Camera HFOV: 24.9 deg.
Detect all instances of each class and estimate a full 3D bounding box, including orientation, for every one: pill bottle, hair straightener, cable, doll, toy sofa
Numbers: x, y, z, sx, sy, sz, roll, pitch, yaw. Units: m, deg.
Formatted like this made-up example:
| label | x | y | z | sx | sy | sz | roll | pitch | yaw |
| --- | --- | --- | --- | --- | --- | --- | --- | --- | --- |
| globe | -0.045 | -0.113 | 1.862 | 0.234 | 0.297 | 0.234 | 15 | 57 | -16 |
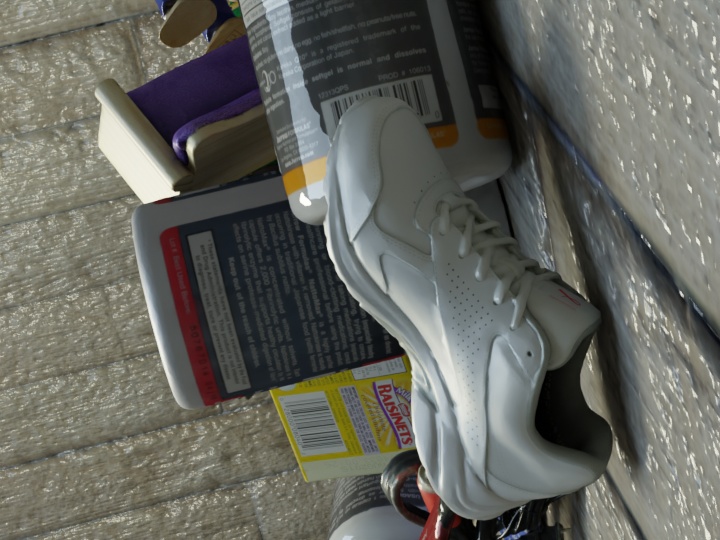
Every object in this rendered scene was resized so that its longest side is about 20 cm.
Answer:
| label | x | y | z | sx | sy | sz | roll | pitch | yaw |
| --- | --- | --- | --- | --- | --- | --- | --- | --- | --- |
| pill bottle | -0.019 | -0.002 | 0.918 | 0.120 | 0.199 | 0.120 | 166 | 90 | -87 |
| pill bottle | 0.034 | 0.185 | 1.187 | 0.200 | 0.113 | 0.113 | -82 | -16 | -54 |
| hair straightener | 0.081 | 0.127 | 0.901 | 0.200 | 0.077 | 0.041 | 102 | 177 | -50 |
| cable | 0.070 | 0.165 | 0.996 | 0.050 | 0.097 | 0.200 | -110 | 7 | -51 |
| doll | -0.127 | -0.220 | 1.129 | 0.136 | 0.048 | 0.200 | 23 | -149 | -43 |
| toy sofa | -0.056 | -0.115 | 0.985 | 0.083 | 0.200 | 0.098 | 50 | 151 | 18 |
| pill bottle | -0.001 | -0.131 | 0.816 | 0.116 | 0.116 | 0.201 | 117 | 139 | -85 |

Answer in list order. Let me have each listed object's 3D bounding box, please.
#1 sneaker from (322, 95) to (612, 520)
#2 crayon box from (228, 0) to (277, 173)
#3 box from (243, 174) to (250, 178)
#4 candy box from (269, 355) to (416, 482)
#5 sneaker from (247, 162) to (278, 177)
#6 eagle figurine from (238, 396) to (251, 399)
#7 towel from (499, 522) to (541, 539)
| label | x | y | z | sx | sy | sz | roll | pitch | yaw |
| --- | --- | --- | --- | --- | --- | --- | --- | --- | --- |
| sneaker | 0.057 | 0.010 | 0.713 | 0.078 | 0.099 | 0.200 | -38 | -73 | -47 |
| crayon box | -0.049 | -0.114 | 1.285 | 0.200 | 0.058 | 0.119 | 61 | -153 | -50 |
| box | -0.097 | -0.054 | 1.268 | 0.200 | 0.041 | 0.119 | -16 | -83 | -77 |
| candy box | -0.018 | 0.045 | 1.040 | 0.026 | 0.102 | 0.200 | -69 | -36 | -58 |
| sneaker | -0.031 | 0.001 | 1.239 | 0.200 | 0.074 | 0.089 | 62 | -169 | -49 |
| eagle figurine | 0.002 | 0.000 | 1.112 | 0.151 | 0.151 | 0.201 | -4 | -80 | -65 |
| towel | 0.063 | 0.087 | 1.045 | 0.145 | 0.024 | 0.200 | 44 | 155 | 43 |
